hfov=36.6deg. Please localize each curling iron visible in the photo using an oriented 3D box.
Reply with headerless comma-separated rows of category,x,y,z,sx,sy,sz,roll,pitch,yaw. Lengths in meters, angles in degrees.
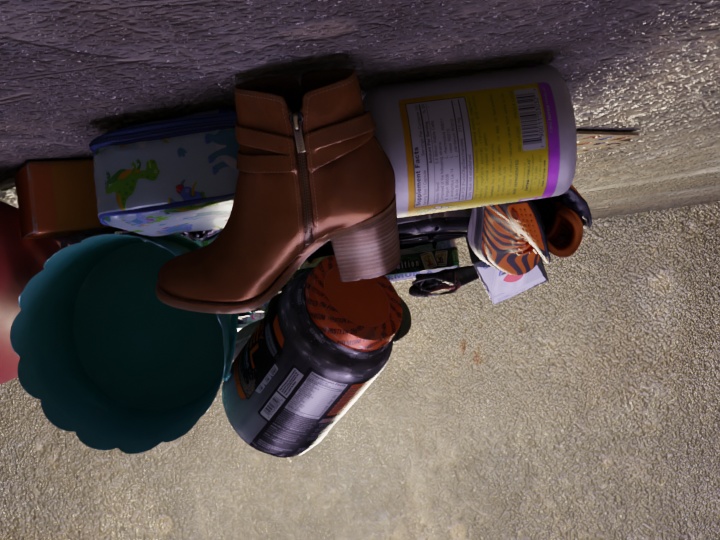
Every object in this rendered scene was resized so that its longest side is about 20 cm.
curling iron,0.101,0.010,1.145,0.049,0.026,0.199,-5,-179,23

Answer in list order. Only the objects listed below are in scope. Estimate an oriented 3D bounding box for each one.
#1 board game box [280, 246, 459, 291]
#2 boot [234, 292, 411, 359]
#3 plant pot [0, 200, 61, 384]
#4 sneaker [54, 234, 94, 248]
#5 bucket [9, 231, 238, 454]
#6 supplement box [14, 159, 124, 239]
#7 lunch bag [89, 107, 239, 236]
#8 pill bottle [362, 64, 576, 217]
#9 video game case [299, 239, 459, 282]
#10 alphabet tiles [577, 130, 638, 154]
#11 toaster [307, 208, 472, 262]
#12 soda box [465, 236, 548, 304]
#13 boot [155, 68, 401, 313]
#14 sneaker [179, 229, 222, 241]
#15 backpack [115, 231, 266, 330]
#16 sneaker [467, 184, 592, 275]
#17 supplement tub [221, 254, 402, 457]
board game box,0.000,0.000,1.136,0.196,0.024,0.105,-8,177,-3
boot,-0.053,0.073,1.244,0.178,0.074,0.200,6,158,-14
plant pot,-0.393,0.005,1.039,0.196,0.204,0.178,-8,168,-4
sneaker,-0.314,-0.033,1.188,0.198,0.085,0.075,31,-155,-9
bucket,-0.213,0.060,1.037,0.203,0.211,0.135,-8,-176,3
supplement box,-0.223,-0.072,1.041,0.197,0.068,0.069,-6,177,-27
lunch bag,-0.130,-0.081,0.927,0.158,0.084,0.200,-7,178,7
pill bottle,0.064,-0.100,0.861,0.196,0.106,0.104,-7,178,-3
video game case,0.018,-0.056,1.278,0.179,0.022,0.202,-8,-140,4
alphabet tiles,0.245,-0.156,1.368,0.198,0.006,0.165,-6,176,-44
toaster,0.027,-0.078,1.083,0.178,0.121,0.199,-10,178,32
soda box,0.148,-0.057,1.196,0.067,0.064,0.201,-24,-145,12
boot,-0.073,-0.056,0.790,0.196,0.157,0.077,-9,-150,11
sneaker,-0.192,-0.066,1.182,0.197,0.076,0.080,-6,178,-24
backpack,-0.201,-0.008,1.304,0.149,0.181,0.198,-19,167,39
sneaker,0.155,-0.035,0.994,0.077,0.112,0.201,-41,146,-7
supplement tub,-0.047,0.083,1.057,0.121,0.124,0.201,-6,147,-39
